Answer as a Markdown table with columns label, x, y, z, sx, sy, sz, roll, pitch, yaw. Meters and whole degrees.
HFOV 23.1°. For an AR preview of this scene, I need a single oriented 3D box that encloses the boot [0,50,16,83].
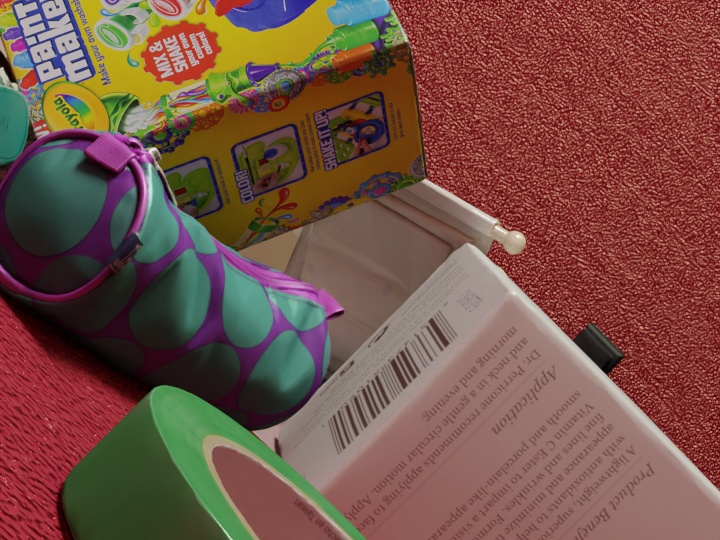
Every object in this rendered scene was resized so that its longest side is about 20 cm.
| label | x | y | z | sx | sy | sz | roll | pitch | yaw |
| --- | --- | --- | --- | --- | --- | --- | --- | --- | --- |
| boot | -0.274 | -0.161 | 0.913 | 0.200 | 0.066 | 0.176 | 38 | 20 | -57 |

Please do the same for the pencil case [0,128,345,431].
| label | x | y | z | sx | sy | sz | roll | pitch | yaw |
| --- | --- | --- | --- | --- | --- | --- | --- | --- | --- |
| pencil case | -0.089 | 0.009 | 0.850 | 0.085 | 0.092 | 0.200 | 47 | 3 | 34 |

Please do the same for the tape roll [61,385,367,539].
| label | x | y | z | sx | sy | sz | roll | pitch | yaw |
| --- | --- | --- | --- | --- | --- | --- | --- | --- | --- |
| tape roll | -0.021 | 0.129 | 0.639 | 0.200 | 0.048 | 0.200 | 45 | 4 | -4 |

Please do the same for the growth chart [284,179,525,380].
| label | x | y | z | sx | sy | sz | roll | pitch | yaw |
| --- | --- | --- | --- | --- | --- | --- | --- | --- | --- |
| growth chart | 0.013 | 0.012 | 1.096 | 0.144 | 0.200 | 0.018 | 37 | 43 | 7 |

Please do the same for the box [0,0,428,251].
| label | x | y | z | sx | sy | sz | roll | pitch | yaw |
| --- | --- | --- | --- | --- | --- | --- | --- | --- | --- |
| box | -0.091 | -0.123 | 0.956 | 0.122 | 0.192 | 0.201 | 78 | -12 | -57 |

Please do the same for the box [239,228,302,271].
| label | x | y | z | sx | sy | sz | roll | pitch | yaw |
| --- | --- | --- | --- | --- | --- | --- | --- | --- | --- |
| box | 0.000 | 0.000 | 1.219 | 0.199 | 0.078 | 0.095 | 25 | -9 | 35 |

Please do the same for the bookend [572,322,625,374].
| label | x | y | z | sx | sy | sz | roll | pitch | yaw |
| --- | --- | --- | --- | --- | --- | --- | --- | --- | --- |
| bookend | 0.381 | 0.194 | 3.202 | 0.092 | 0.200 | 0.199 | 45 | 3 | 7 |

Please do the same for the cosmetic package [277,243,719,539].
| label | x | y | z | sx | sy | sz | roll | pitch | yaw |
| --- | --- | --- | --- | --- | --- | --- | --- | --- | --- |
| cosmetic package | 0.081 | 0.119 | 0.972 | 0.200 | 0.165 | 0.165 | 45 | 3 | -11 |

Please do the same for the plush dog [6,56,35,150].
| label | x | y | z | sx | sy | sz | roll | pitch | yaw |
| --- | --- | --- | --- | --- | --- | --- | --- | --- | --- |
| plush dog | -0.130 | -0.114 | 1.092 | 0.200 | 0.172 | 0.160 | 47 | 4 | 10 |

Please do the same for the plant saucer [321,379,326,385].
| label | x | y | z | sx | sy | sz | roll | pitch | yaw |
| --- | --- | --- | --- | --- | --- | --- | --- | --- | --- |
| plant saucer | 0.032 | 0.138 | 1.155 | 0.200 | 0.027 | 0.200 | 39 | 1 | -1 |

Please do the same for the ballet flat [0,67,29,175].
| label | x | y | z | sx | sy | sz | roll | pitch | yaw |
| --- | --- | --- | --- | --- | --- | --- | --- | --- | --- |
| ballet flat | -0.211 | -0.077 | 0.778 | 0.072 | 0.072 | 0.200 | 46 | 2 | 12 |
